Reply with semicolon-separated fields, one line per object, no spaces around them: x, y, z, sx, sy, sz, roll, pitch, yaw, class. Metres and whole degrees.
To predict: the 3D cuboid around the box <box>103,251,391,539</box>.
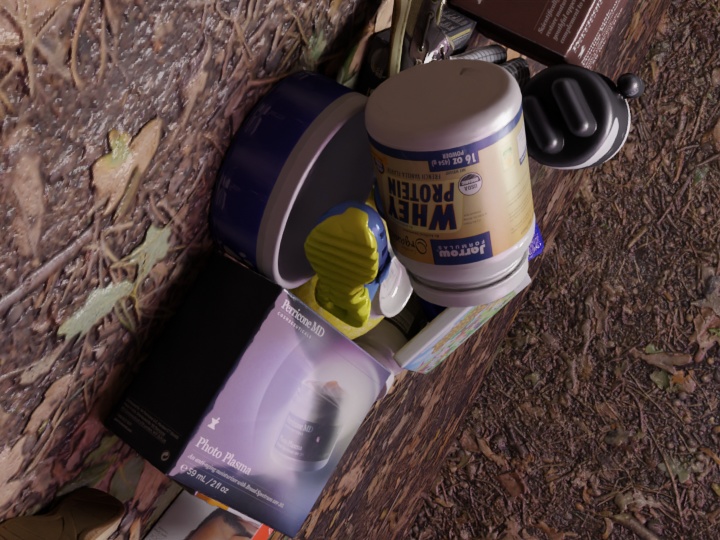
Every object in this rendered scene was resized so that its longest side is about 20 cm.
-0.104;0.124;1.007;0.200;0.123;0.199;40;77;-45;box

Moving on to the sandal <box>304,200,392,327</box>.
-0.005;-0.021;1.012;0.087;0.079;0.200;-58;172;-21;sandal

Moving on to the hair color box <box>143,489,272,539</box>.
-0.161;0.295;1.268;0.200;0.110;0.064;-52;161;-30;hair color box

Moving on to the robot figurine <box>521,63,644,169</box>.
0.257;-0.187;1.250;0.200;0.149;0.126;-12;115;-64;robot figurine

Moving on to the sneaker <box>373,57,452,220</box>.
0.060;-0.143;1.085;0.082;0.073;0.202;79;25;-65;sneaker

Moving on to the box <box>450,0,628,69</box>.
0.238;-0.358;1.297;0.167;0.163;0.200;-63;164;10;box

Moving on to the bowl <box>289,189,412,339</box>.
0.000;0.000;1.181;0.200;0.107;0.202;-36;134;-47;bowl

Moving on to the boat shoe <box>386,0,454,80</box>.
0.062;-0.227;1.029;0.073;0.064;0.202;43;51;-83;boat shoe

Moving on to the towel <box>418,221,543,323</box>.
0.156;-0.020;1.371;0.200;0.050;0.148;-40;139;-10;towel

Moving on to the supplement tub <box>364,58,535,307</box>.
0.089;-0.080;0.970;0.144;0.143;0.201;-47;137;-39;supplement tub

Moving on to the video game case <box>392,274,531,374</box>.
0.138;0.061;1.346;0.200;0.022;0.182;-41;165;5;video game case

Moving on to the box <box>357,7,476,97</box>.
0.054;-0.208;1.196;0.200;0.049;0.162;-39;155;-53;box

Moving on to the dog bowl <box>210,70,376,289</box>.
-0.057;-0.088;1.001;0.201;0.078;0.201;-53;162;-26;dog bowl

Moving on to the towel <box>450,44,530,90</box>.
0.124;-0.166;1.249;0.165;0.085;0.201;-36;154;-57;towel

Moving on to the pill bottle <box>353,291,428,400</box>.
0.029;0.074;1.419;0.116;0.115;0.201;100;14;-49;pill bottle

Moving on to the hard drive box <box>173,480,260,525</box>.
-0.122;0.170;1.170;0.201;0.076;0.156;-59;148;-9;hard drive box

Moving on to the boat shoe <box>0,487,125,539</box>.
-0.278;0.257;0.916;0.065;0.071;0.200;-65;165;12;boat shoe
